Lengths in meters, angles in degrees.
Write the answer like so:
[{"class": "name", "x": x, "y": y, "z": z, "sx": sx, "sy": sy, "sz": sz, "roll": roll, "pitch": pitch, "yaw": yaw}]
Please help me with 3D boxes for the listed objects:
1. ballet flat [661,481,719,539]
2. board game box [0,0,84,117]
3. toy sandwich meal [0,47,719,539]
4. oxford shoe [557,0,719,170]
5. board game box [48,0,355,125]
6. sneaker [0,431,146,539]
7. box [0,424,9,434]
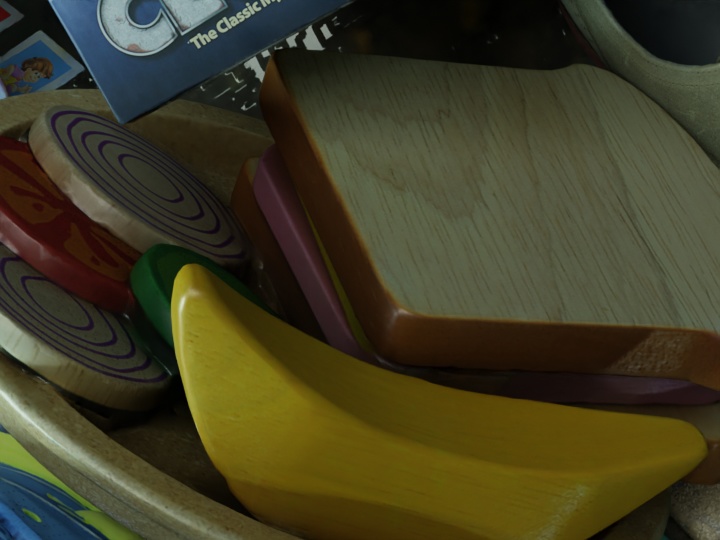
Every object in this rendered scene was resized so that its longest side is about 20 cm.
[{"class": "ballet flat", "x": 0.143, "y": 0.092, "z": 0.683, "sx": 0.067, "sy": 0.068, "sz": 0.200, "roll": -45, "pitch": 69, "yaw": -2}, {"class": "board game box", "x": -0.128, "y": -0.047, "z": 0.794, "sx": 0.039, "sy": 0.159, "sz": 0.200, "roll": -31, "pitch": 60, "yaw": -31}, {"class": "toy sandwich meal", "x": 0.000, "y": 0.000, "z": 0.660, "sx": 0.205, "sy": 0.205, "sz": 0.071, "roll": 39, "pitch": 119, "yaw": 23}, {"class": "oxford shoe", "x": 0.111, "y": -0.031, "z": 0.714, "sx": 0.200, "sy": 0.075, "sz": 0.071, "roll": 42, "pitch": 92, "yaw": 22}, {"class": "board game box", "x": 0.009, "y": -0.104, "z": 0.708, "sx": 0.135, "sy": 0.200, "sz": 0.035, "roll": -28, "pitch": 103, "yaw": 13}, {"class": "sneaker", "x": -0.042, "y": 0.098, "z": 0.596, "sx": 0.199, "sy": 0.105, "sz": 0.076, "roll": 31, "pitch": 93, "yaw": 25}, {"class": "box", "x": -0.041, "y": 0.140, "z": 0.711, "sx": 0.148, "sy": 0.107, "sz": 0.201, "roll": -37, "pitch": 68, "yaw": 11}]
